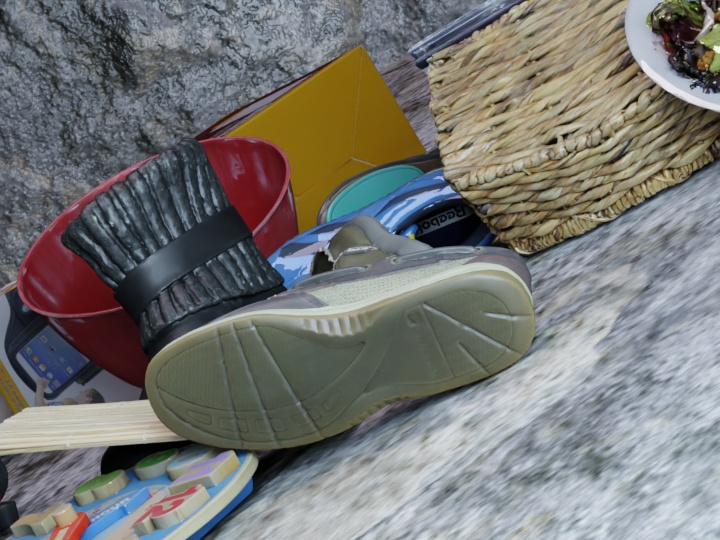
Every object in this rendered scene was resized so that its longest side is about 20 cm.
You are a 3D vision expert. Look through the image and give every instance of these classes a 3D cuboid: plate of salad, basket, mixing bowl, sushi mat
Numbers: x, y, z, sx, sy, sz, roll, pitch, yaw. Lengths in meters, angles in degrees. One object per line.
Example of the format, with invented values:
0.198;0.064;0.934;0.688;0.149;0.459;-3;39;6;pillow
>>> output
0.235;-0.148;1.295;0.199;0.048;0.200;-9;41;7;plate of salad
0.160;-0.082;1.438;0.200;0.149;0.143;-29;41;18;basket
-0.116;0.010;1.670;0.199;0.109;0.200;-21;29;12;mixing bowl
-0.098;0.077;1.307;0.199;0.012;0.096;-6;7;13;sushi mat

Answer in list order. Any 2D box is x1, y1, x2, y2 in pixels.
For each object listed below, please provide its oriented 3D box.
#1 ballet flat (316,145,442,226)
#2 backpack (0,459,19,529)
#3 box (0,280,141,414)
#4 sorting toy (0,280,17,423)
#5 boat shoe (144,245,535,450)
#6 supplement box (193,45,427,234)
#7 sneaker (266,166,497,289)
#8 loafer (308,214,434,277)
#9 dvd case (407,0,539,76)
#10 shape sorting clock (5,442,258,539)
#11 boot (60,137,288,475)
0.047;-0.047;1.686;0.200;0.068;0.068;-24;-7;-29;ballet flat
-0.348;0.135;1.631;0.190;0.200;0.154;-38;3;0;backpack
-0.190;0.044;1.803;0.200;0.119;0.041;-27;8;36;box
-0.331;0.120;1.999;0.180;0.107;0.200;-37;6;16;sorting toy
-0.007;0.035;1.232;0.200;0.072;0.066;-16;17;16;boat shoe
-0.083;-0.044;1.892;0.197;0.133;0.200;-38;9;-36;supplement box
0.000;0.000;1.538;0.200;0.066;0.078;-31;11;6;sneaker
-0.001;0.016;1.392;0.069;0.075;0.200;-29;7;-11;loafer
0.140;-0.131;1.536;0.148;0.016;0.200;-30;-31;21;dvd case
-0.141;0.136;1.251;0.199;0.039;0.200;-24;13;6;shape sorting clock
-0.118;0.032;1.423;0.079;0.158;0.211;-28;13;39;boot
